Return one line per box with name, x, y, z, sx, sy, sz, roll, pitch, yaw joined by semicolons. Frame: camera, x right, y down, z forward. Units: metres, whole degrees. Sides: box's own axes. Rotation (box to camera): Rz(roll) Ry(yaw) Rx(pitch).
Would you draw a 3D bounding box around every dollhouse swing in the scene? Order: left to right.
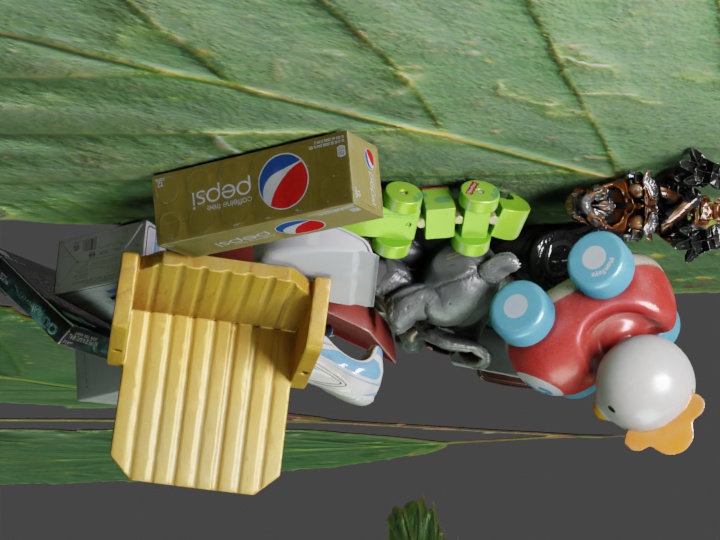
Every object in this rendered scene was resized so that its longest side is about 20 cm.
dollhouse swing;-0.145;0.103;1.574;0.199;0.177;0.182;9;156;-8

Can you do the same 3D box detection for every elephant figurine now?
elephant figurine;0.097;0.036;1.710;0.141;0.155;0.200;-37;140;-1

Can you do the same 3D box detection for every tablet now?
tablet;0.213;0.086;1.850;0.199;0.014;0.130;8;-148;42

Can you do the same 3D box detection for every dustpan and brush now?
dustpan and brush;-0.081;-0.025;1.572;0.199;0.057;0.140;7;157;1

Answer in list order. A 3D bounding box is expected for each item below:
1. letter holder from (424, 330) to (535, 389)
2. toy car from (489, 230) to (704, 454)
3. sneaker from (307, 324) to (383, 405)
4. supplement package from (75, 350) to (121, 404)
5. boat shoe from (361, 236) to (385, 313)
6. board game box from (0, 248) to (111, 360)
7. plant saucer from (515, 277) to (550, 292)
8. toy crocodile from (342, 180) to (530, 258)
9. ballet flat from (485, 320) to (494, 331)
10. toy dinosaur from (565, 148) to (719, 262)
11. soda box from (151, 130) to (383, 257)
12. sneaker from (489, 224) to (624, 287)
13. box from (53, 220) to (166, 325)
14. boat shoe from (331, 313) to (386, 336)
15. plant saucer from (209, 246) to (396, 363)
letter holder;0.182;0.083;2.014;0.199;0.143;0.100;5;163;-38
toy car;0.249;0.100;1.598;0.176;0.201;0.184;-32;145;11
sneaker;-0.072;0.083;1.699;0.199;0.073;0.072;16;172;-10
supplement package;-0.223;0.084;1.911;0.199;0.118;0.117;-14;164;31
boat shoe;0.002;-0.006;1.763;0.075;0.075;0.202;18;173;21
board game box;-0.302;0.041;1.706;0.028;0.135;0.200;-50;158;3
plant saucer;0.224;0.022;1.816;0.199;0.036;0.200;16;-157;-7
toy crocodile;0.069;-0.056;1.587;0.199;0.062;0.068;-1;127;-11
ballet flat;0.146;0.033;1.884;0.199;0.068;0.070;20;-147;27
toy dinosaur;0.307;-0.068;1.618;0.199;0.103;0.136;-20;-173;-18
soda box;-0.084;-0.065;1.455;0.199;0.068;0.064;-12;166;24
sneaker;0.215;-0.022;1.774;0.090;0.076;0.200;10;-176;40
box;-0.207;0.023;1.697;0.116;0.060;0.200;-11;154;27
boat shoe;-0.043;0.049;1.929;0.199;0.075;0.068;-11;160;19
plant saucer;-0.056;0.028;1.759;0.199;0.037;0.200;25;172;14
